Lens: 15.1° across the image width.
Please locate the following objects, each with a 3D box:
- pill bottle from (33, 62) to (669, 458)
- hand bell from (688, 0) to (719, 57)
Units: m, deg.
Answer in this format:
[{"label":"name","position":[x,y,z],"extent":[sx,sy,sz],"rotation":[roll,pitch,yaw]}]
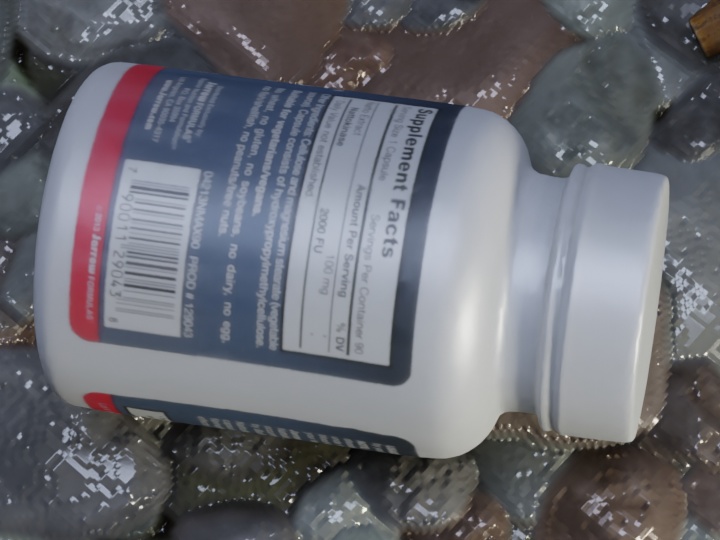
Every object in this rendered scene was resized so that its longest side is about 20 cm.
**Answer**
[{"label":"pill bottle","position":[0.000,0.000,0.921],"extent":[0.198,0.120,0.120],"rotation":[8,66,9]},{"label":"hand bell","position":[0.211,-0.132,0.991],"extent":[0.199,0.104,0.105],"rotation":[-26,65,7]}]
